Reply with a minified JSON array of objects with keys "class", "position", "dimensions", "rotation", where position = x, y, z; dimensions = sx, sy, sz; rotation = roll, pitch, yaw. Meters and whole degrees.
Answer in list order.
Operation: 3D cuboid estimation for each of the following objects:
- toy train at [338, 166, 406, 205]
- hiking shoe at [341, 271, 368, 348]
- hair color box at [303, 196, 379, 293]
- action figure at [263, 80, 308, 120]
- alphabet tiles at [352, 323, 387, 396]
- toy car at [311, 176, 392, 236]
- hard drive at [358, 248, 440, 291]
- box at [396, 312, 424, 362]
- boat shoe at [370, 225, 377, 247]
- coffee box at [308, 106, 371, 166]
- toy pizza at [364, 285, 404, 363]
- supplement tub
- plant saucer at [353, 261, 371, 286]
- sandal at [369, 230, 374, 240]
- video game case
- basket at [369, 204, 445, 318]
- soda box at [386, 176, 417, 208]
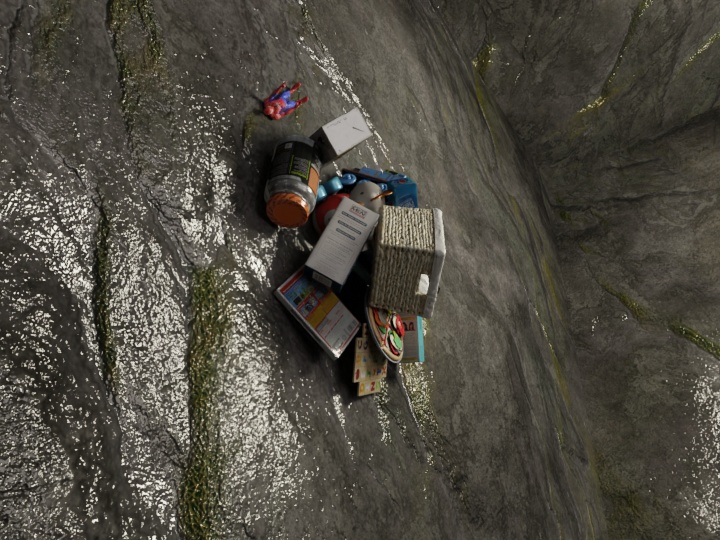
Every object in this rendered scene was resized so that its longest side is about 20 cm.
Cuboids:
[{"class":"toy train","position":[0.029,-0.230,1.504],"dimensions":[0.115,0.197,0.088],"rotation":[-49,148,-37]},{"class":"hiking shoe","position":[0.008,0.104,1.376],"dimensions":[0.100,0.075,0.204],"rotation":[24,52,-44]},{"class":"hair color box","position":[-0.044,-0.061,1.268],"dimensions":[0.099,0.061,0.202],"rotation":[28,67,1]},{"class":"action figure","position":[-0.180,-0.445,1.401],"dimensions":[0.066,0.098,0.201],"rotation":[56,36,-16]},{"class":"alphabet tiles","position":[0.028,0.215,1.330],"dimensions":[0.199,0.006,0.170],"rotation":[15,79,-65]},{"class":"toy car","position":[-0.011,-0.162,1.388],"dimensions":[0.187,0.198,0.177],"rotation":[62,33,-8]},{"class":"hard drive","position":[0.101,0.006,1.459],"dimensions":[0.138,0.033,0.201],"rotation":[-15,48,-28]},{"class":"box","position":[0.124,0.146,1.479],"dimensions":[0.049,0.081,0.204],"rotation":[17,70,-67]},{"class":"boat shoe","position":[0.079,-0.039,1.574],"dimensions":[0.070,0.069,0.204],"rotation":[7,68,-61]},{"class":"coffee box","position":[-0.071,-0.320,1.367],"dimensions":[0.112,0.199,0.081],"rotation":[-35,100,-22]},{"class":"toy pizza","position":[0.068,0.130,1.368],"dimensions":[0.201,0.031,0.202],"rotation":[51,27,-38]},{"class":"supplement tub","position":[-0.156,-0.206,1.267],"dimensions":[0.122,0.121,0.203],"rotation":[40,42,-37]},{"class":"plant saucer","position":[0.000,0.000,1.391],"dimensions":[0.070,0.019,0.200],"rotation":[55,3,34]},{"class":"sandal","position":[0.010,-0.181,1.566],"dimensions":[0.049,0.083,0.206],"rotation":[2,53,-10]},{"class":"video game case","position":[-0.093,0.089,1.239],"dimensions":[0.200,0.017,0.143],"rotation":[49,35,-4]},{"class":"basket","position":[0.110,-0.025,1.315],"dimensions":[0.202,0.157,0.201],"rotation":[-86,-178,-54]},{"class":"soda box","position":[0.113,-0.134,1.428],"dimensions":[0.068,0.063,0.203],"rotation":[-123,-157,-61]}]
